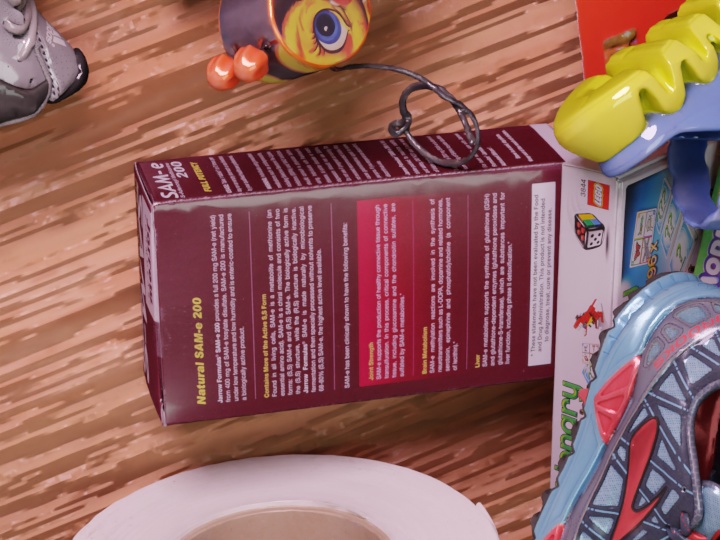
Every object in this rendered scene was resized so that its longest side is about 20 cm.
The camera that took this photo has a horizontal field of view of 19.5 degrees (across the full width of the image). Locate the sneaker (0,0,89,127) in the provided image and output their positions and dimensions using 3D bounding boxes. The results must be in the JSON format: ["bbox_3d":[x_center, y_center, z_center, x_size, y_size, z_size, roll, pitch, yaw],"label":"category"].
[{"bbox_3d":[-0.142,-0.132,0.871,0.200,0.075,0.115,-43,120,16],"label":"sneaker"}]

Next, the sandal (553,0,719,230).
[{"bbox_3d":[0.178,-0.089,0.896,0.200,0.079,0.087,-38,99,-8],"label":"sandal"}]

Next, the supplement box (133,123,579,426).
[{"bbox_3d":[0.000,0.000,0.958,0.199,0.061,0.110,-6,113,-13],"label":"supplement box"}]

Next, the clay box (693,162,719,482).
[{"bbox_3d":[0.196,0.026,0.985,0.115,0.047,0.201,0,107,-50],"label":"clay box"}]

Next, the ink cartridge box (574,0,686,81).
[{"bbox_3d":[0.158,-0.183,0.906,0.162,0.057,0.201,-24,112,-28],"label":"ink cartridge box"}]

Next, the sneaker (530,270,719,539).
[{"bbox_3d":[0.131,0.106,0.905,0.079,0.095,0.201,4,105,-40],"label":"sneaker"}]

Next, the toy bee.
[{"bbox_3d":[-0.025,-0.124,0.857,0.109,0.131,0.200,-34,84,-42],"label":"toy bee"}]

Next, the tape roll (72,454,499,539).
[{"bbox_3d":[-0.033,0.158,0.937,0.201,0.203,0.071,-8,112,-11],"label":"tape roll"}]

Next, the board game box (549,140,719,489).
[{"bbox_3d":[0.140,0.031,0.985,0.126,0.034,0.201,-23,121,-45],"label":"board game box"}]
